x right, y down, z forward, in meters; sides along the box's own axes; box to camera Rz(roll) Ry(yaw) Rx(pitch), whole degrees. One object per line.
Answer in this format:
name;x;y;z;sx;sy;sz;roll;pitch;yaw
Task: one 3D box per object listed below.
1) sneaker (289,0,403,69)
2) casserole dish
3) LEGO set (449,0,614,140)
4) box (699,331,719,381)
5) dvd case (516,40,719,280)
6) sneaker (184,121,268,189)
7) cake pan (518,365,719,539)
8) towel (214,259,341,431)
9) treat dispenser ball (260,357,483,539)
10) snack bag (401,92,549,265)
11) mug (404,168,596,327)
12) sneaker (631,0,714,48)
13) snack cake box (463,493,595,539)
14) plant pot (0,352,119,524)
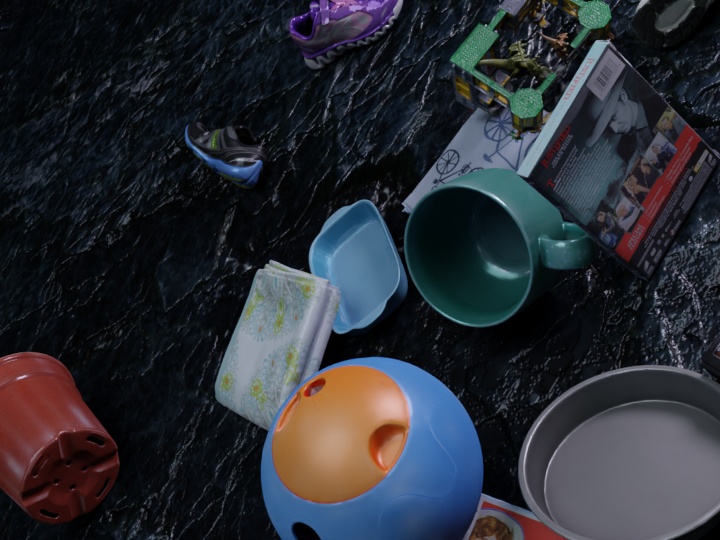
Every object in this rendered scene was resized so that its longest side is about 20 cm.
sneaker;-0.028;-0.377;1.537;0.199;0.088;0.081;-24;48;32
casserole dish;0.000;0.000;1.292;0.121;0.039;0.201;-40;43;19
LEGO set;0.198;-0.241;1.209;0.153;0.116;0.201;27;79;17
box;0.403;0.040;0.851;0.201;0.044;0.160;-54;39;3
dvd case;0.249;-0.099;0.979;0.147;0.199;0.022;-59;34;-3
sneaker;-0.205;-0.190;1.612;0.083;0.071;0.199;-53;44;-5
cake pan;0.236;0.165;0.888;0.199;0.037;0.201;-19;33;13
towel;-0.107;0.093;1.301;0.171;0.048;0.202;14;86;57
treat dispenser ball;0.010;0.179;0.929;0.200;0.200;0.202;-25;48;32
snack bag;0.155;-0.112;1.224;0.200;0.021;0.189;-52;39;5
mug;0.150;-0.021;1.080;0.185;0.114;0.153;36;125;21
sneaker;0.372;-0.334;1.110;0.200;0.077;0.089;-39;25;31
snack cake box;0.127;0.275;0.955;0.199;0.067;0.116;10;70;48
plant pot;-0.456;0.249;1.482;0.195;0.200;0.202;28;86;43
